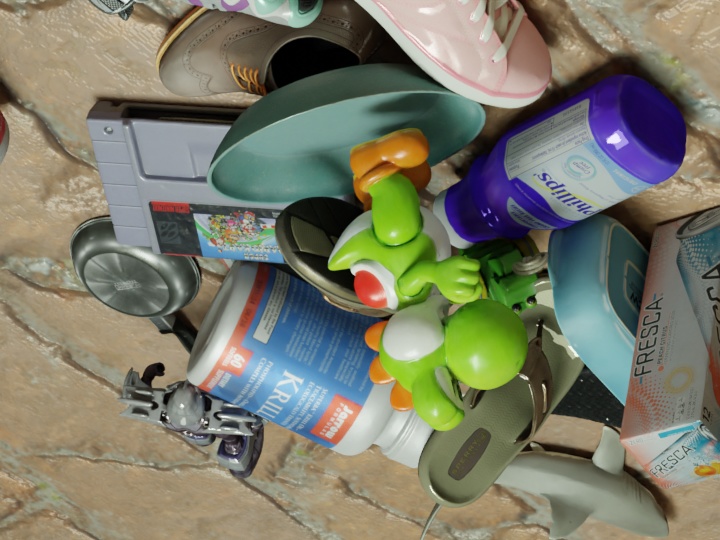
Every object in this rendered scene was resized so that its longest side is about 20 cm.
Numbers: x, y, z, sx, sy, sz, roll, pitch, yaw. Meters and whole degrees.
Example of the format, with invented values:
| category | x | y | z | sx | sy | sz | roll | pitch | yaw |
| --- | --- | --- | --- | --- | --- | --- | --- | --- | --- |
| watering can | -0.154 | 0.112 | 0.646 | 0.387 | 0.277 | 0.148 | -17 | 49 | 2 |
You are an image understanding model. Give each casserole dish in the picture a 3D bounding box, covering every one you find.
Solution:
| category | x | y | z | sx | sy | sz | roll | pitch | yaw |
| --- | --- | --- | --- | --- | --- | --- | --- | --- | --- |
| casserole dish | 0.203 | 0.037 | 1.582 | 0.039 | 0.122 | 0.200 | -20 | 132 | 31 |

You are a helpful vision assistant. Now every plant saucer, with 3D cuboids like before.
| category | x | y | z | sx | sy | sz | roll | pitch | yaw |
| --- | --- | --- | --- | --- | --- | --- | --- | --- | --- |
| plant saucer | -0.013 | -0.098 | 1.492 | 0.199 | 0.036 | 0.200 | -13 | 165 | -3 |

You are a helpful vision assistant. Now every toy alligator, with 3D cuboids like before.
| category | x | y | z | sx | sy | sz | roll | pitch | yaw |
| --- | --- | --- | --- | --- | --- | --- | --- | --- | --- |
| toy alligator | 0.108 | 0.010 | 1.564 | 0.055 | 0.059 | 0.200 | 66 | 171 | -9 |

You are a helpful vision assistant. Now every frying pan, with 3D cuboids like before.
| category | x | y | z | sx | sy | sz | roll | pitch | yaw |
| --- | --- | --- | --- | --- | --- | --- | --- | --- | --- |
| frying pan | -0.186 | 0.026 | 1.805 | 0.114 | 0.031 | 0.191 | 9 | 139 | 13 |

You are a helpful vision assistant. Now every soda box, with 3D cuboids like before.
| category | x | y | z | sx | sy | sz | roll | pitch | yaw |
| --- | --- | --- | --- | --- | --- | --- | --- | --- | --- |
| soda box | 0.238 | 0.053 | 1.522 | 0.068 | 0.201 | 0.064 | -18 | 131 | 34 |

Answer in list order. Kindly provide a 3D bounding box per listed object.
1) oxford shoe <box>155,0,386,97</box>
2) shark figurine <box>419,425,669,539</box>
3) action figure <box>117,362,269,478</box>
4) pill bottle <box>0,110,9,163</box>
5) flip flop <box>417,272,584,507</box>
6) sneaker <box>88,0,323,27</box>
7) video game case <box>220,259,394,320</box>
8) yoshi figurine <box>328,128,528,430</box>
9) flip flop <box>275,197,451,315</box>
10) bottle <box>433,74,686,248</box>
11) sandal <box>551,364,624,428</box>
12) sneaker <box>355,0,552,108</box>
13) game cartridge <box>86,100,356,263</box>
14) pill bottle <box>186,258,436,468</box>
| category | x | y | z | sx | sy | sz | roll | pitch | yaw |
| --- | --- | --- | --- | --- | --- | --- | --- | --- | --- |
| oxford shoe | -0.070 | -0.151 | 1.496 | 0.199 | 0.073 | 0.071 | -15 | 131 | 36 |
| shark figurine | 0.152 | 0.196 | 1.832 | 0.213 | 0.090 | 0.129 | 4 | 139 | 14 |
| action figure | -0.131 | 0.116 | 1.790 | 0.129 | 0.070 | 0.200 | 19 | 169 | 11 |
| pill bottle | -0.347 | -0.147 | 1.583 | 0.108 | 0.109 | 0.201 | -2 | 139 | 24 |
| flip flop | 0.114 | 0.096 | 1.657 | 0.081 | 0.201 | 0.058 | 35 | 180 | -6 |
| sneaker | -0.129 | -0.204 | 1.461 | 0.199 | 0.078 | 0.140 | 34 | 142 | -5 |
| video game case | -0.017 | 0.032 | 1.749 | 0.142 | 0.018 | 0.200 | -6 | 136 | 27 |
| yoshi figurine | 0.058 | 0.006 | 1.476 | 0.112 | 0.201 | 0.112 | 0 | 159 | -39 |
| flip flop | 0.000 | 0.000 | 1.590 | 0.057 | 0.082 | 0.200 | -27 | 159 | 27 |
| bottle | 0.134 | -0.070 | 1.521 | 0.083 | 0.066 | 0.199 | 31 | 142 | -31 |
| sandal | 0.183 | 0.087 | 1.726 | 0.199 | 0.045 | 0.075 | 6 | 138 | 39 |
| sneaker | 0.065 | -0.187 | 1.394 | 0.200 | 0.076 | 0.104 | 37 | 144 | -18 |
| game cartridge | -0.103 | -0.064 | 1.637 | 0.198 | 0.038 | 0.130 | 4 | 127 | 17 |
| pill bottle | -0.028 | 0.078 | 1.704 | 0.199 | 0.113 | 0.112 | 25 | 142 | -10 |
